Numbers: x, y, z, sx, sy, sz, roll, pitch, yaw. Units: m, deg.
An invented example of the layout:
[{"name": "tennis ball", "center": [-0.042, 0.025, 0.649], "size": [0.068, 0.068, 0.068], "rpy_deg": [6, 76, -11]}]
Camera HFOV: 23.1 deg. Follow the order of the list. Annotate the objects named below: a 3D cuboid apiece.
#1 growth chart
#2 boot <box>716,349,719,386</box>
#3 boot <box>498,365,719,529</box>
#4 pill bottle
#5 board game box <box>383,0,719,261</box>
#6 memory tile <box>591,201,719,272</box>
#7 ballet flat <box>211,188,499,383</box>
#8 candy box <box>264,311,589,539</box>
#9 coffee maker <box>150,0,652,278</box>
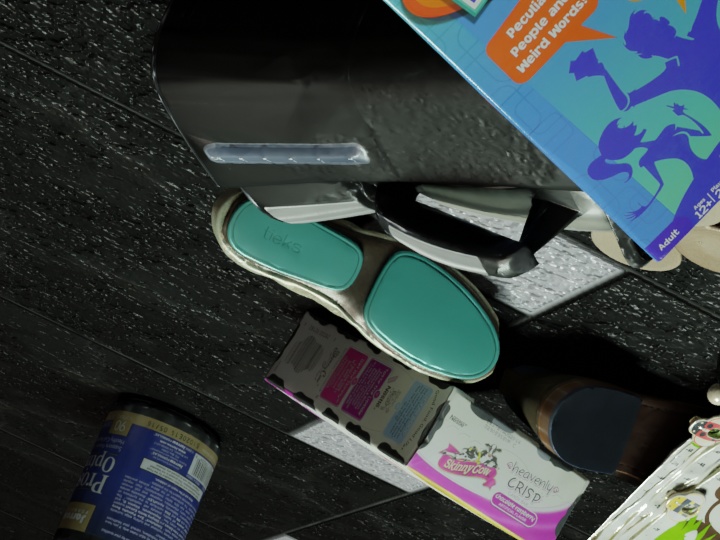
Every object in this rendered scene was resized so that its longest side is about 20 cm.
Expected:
[{"name": "growth chart", "center": [0.222, 0.159, 1.111], "size": [0.144, 0.018, 0.200], "rpy_deg": [19, 122, -24]}, {"name": "boot", "center": [0.305, 0.075, 0.901], "size": [0.200, 0.077, 0.168], "rpy_deg": [-13, 137, 46]}, {"name": "boot", "center": [0.183, 0.107, 1.146], "size": [0.200, 0.075, 0.097], "rpy_deg": [25, -177, -27]}, {"name": "pill bottle", "center": [-0.211, 0.227, 1.597], "size": [0.112, 0.200, 0.112], "rpy_deg": [19, 159, 8]}, {"name": "board game box", "center": [0.086, -0.115, 0.562], "size": [0.200, 0.152, 0.045], "rpy_deg": [38, -171, -36]}, {"name": "memory tile", "center": [0.141, -0.052, 0.840], "size": [0.153, 0.017, 0.200], "rpy_deg": [2, 152, 41]}, {"name": "ballet flat", "center": [0.000, 0.000, 1.066], "size": [0.200, 0.068, 0.062], "rpy_deg": [32, -175, -15]}, {"name": "candy box", "center": [0.040, 0.106, 1.177], "size": [0.136, 0.061, 0.200], "rpy_deg": [35, 173, -31]}, {"name": "coffee maker", "center": [0.025, -0.102, 0.715], "size": [0.199, 0.135, 0.193], "rpy_deg": [5, 119, 35]}]
